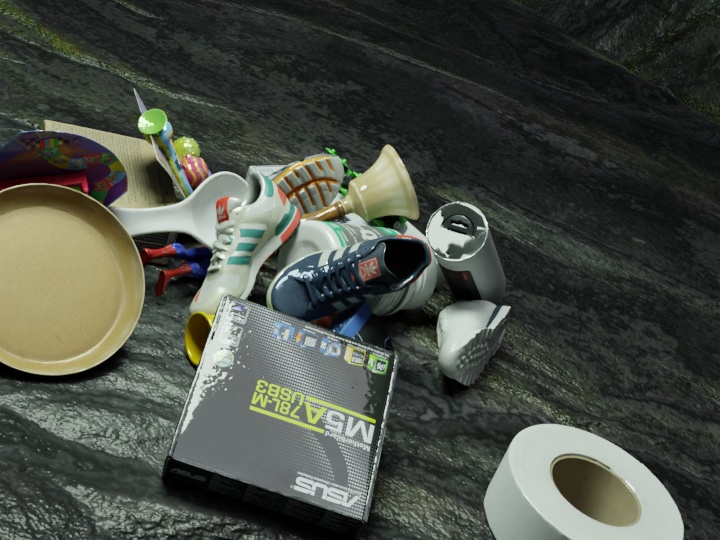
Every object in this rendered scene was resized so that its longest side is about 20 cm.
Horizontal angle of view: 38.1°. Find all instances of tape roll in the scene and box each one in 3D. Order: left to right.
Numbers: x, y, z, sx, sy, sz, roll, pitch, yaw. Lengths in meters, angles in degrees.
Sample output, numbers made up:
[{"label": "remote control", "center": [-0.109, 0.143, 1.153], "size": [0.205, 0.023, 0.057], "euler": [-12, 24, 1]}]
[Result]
[{"label": "tape roll", "center": [0.234, 0.254, 1.093], "size": [0.200, 0.071, 0.203], "euler": [17, 27, -9]}]

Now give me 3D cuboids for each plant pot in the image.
[{"label": "plant pot", "center": [-0.319, 0.011, 1.062], "size": [0.198, 0.027, 0.203], "euler": [12, 66, -28]}]

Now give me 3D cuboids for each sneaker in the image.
[{"label": "sneaker", "center": [-0.152, -0.031, 1.211], "size": [0.070, 0.094, 0.201], "euler": [-1, 45, 46]}, {"label": "sneaker", "center": [-0.114, -0.100, 1.377], "size": [0.199, 0.079, 0.077], "euler": [-30, 35, -9]}, {"label": "sneaker", "center": [-0.025, 0.114, 1.154], "size": [0.078, 0.070, 0.200], "euler": [55, 45, -11]}, {"label": "sneaker", "center": [-0.009, 0.004, 1.168], "size": [0.198, 0.076, 0.084], "euler": [-23, 5, -22]}, {"label": "sneaker", "center": [0.128, 0.086, 1.327], "size": [0.080, 0.077, 0.200], "euler": [21, 19, 17]}]

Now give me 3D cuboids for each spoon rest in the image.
[{"label": "spoon rest", "center": [-0.196, -0.062, 1.224], "size": [0.199, 0.101, 0.060], "euler": [-11, 7, -44]}]

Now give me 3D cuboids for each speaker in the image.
[{"label": "speaker", "center": [0.143, -0.015, 1.379], "size": [0.081, 0.081, 0.200], "euler": [35, -9, 24]}]

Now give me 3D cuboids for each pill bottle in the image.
[{"label": "pill bottle", "center": [0.000, 0.000, 1.315], "size": [0.199, 0.114, 0.113], "euler": [3, 32, -48]}]

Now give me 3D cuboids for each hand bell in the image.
[{"label": "hand bell", "center": [-0.034, -0.076, 1.352], "size": [0.198, 0.105, 0.104], "euler": [-24, 41, -7]}]

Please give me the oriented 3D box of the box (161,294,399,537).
[{"label": "box", "center": [-0.072, 0.139, 1.025], "size": [0.198, 0.048, 0.195], "euler": [20, 49, -6]}]

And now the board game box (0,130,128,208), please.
[{"label": "board game box", "center": [-0.346, -0.068, 1.124], "size": [0.158, 0.199, 0.039], "euler": [29, 36, -52]}]

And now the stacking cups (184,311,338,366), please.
[{"label": "stacking cups", "center": [-0.104, 0.072, 1.188], "size": [0.198, 0.061, 0.060], "euler": [-2, 35, -44]}]

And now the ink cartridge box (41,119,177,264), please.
[{"label": "ink cartridge box", "center": [-0.321, -0.100, 1.308], "size": [0.163, 0.076, 0.201], "euler": [11, 29, -24]}]

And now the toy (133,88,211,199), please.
[{"label": "toy", "center": [-0.221, -0.137, 1.312], "size": [0.047, 0.200, 0.116], "euler": [-25, 62, 2]}]

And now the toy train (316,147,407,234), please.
[{"label": "toy train", "center": [0.000, -0.108, 1.478], "size": [0.200, 0.042, 0.056], "euler": [44, 1, 37]}]

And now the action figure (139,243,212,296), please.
[{"label": "action figure", "center": [-0.184, -0.012, 1.281], "size": [0.065, 0.052, 0.199], "euler": [41, 33, 25]}]

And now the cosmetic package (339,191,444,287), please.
[{"label": "cosmetic package", "center": [0.035, -0.046, 1.501], "size": [0.082, 0.051, 0.200], "euler": [-9, 40, -39]}]

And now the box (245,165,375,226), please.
[{"label": "box", "center": [-0.068, -0.071, 1.460], "size": [0.116, 0.061, 0.200], "euler": [-7, 39, -44]}]
